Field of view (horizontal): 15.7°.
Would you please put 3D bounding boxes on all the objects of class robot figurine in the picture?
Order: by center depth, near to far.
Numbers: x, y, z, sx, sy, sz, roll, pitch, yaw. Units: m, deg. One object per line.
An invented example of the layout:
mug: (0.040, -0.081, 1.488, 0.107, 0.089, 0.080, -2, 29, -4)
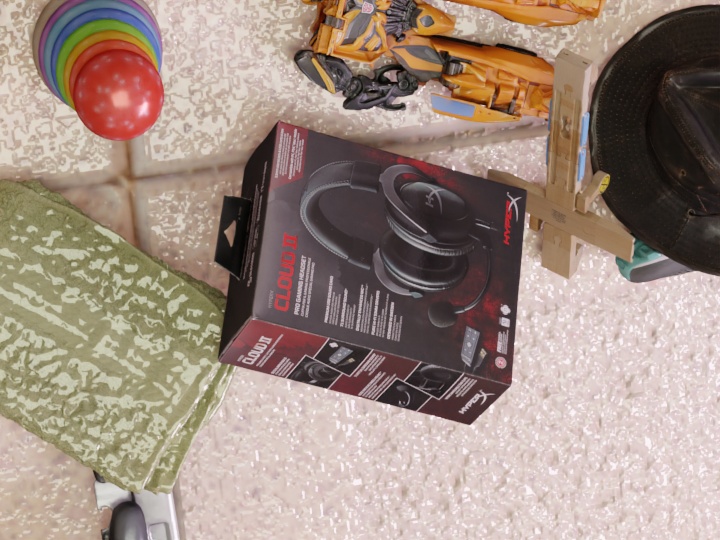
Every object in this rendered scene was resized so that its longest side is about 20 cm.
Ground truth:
robot figurine: (0.054, -0.166, 1.716, 0.199, 0.058, 0.145, 10, 101, -15)

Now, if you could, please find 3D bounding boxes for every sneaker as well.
sneaker: (0.275, -0.018, 1.796, 0.199, 0.078, 0.091, -19, 112, -4)

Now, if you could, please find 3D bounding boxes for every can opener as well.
can opener: (-0.155, 0.125, 1.751, 0.052, 0.066, 0.201, -10, 101, -10)

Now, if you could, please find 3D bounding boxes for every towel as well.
towel: (-0.180, 0.044, 1.701, 0.200, 0.036, 0.149, 30, 82, -4)

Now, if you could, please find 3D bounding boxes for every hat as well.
hat: (0.241, -0.093, 1.714, 0.200, 0.081, 0.201, -2, 79, 13)

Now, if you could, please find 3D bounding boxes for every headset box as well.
headset box: (0.000, 0.000, 1.702, 0.199, 0.077, 0.149, 16, 60, -16)

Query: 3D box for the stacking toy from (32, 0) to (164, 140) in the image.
stacking toy: (-0.153, -0.123, 1.610, 0.085, 0.200, 0.086, -3, 105, -11)

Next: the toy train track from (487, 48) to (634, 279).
toy train track: (0.141, -0.074, 1.728, 0.033, 0.115, 0.200, -48, 154, -32)
